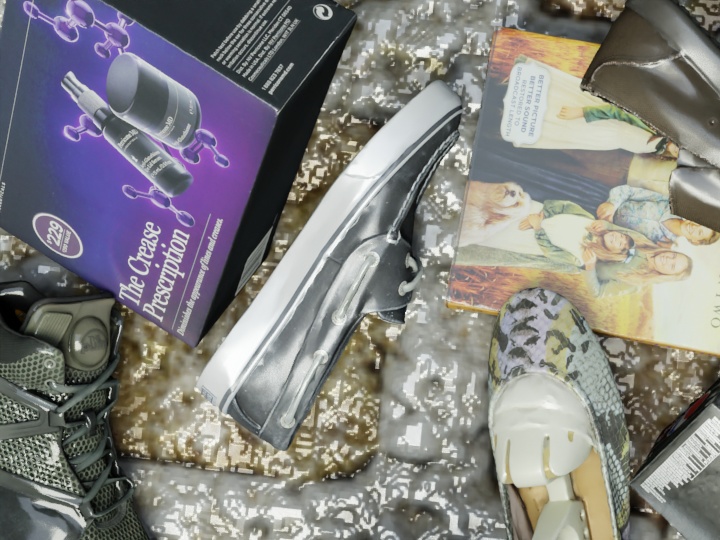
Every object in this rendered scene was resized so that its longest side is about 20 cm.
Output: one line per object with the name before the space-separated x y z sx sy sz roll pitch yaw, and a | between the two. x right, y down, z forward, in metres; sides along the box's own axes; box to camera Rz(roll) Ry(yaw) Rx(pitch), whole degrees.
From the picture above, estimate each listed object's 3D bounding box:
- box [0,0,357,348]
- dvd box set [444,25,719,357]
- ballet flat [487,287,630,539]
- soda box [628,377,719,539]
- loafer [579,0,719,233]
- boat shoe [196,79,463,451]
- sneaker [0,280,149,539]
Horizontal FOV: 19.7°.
box | -0.100 -0.073 0.985 0.141 0.201 0.079 33 54 7
dvd box set | 0.152 -0.035 1.053 0.198 0.029 0.148 11 88 5
ballet flat | 0.098 0.111 1.013 0.071 0.072 0.202 -10 96 3
soda box | 0.228 0.143 1.011 0.200 0.071 0.063 45 116 4
loafer | 0.183 -0.045 1.005 0.071 0.073 0.200 -42 76 7
boat shoe | 0.000 0.000 1.041 0.068 0.072 0.201 36 92 7
sneaker | -0.145 0.087 1.030 0.114 0.076 0.200 -41 80 30
